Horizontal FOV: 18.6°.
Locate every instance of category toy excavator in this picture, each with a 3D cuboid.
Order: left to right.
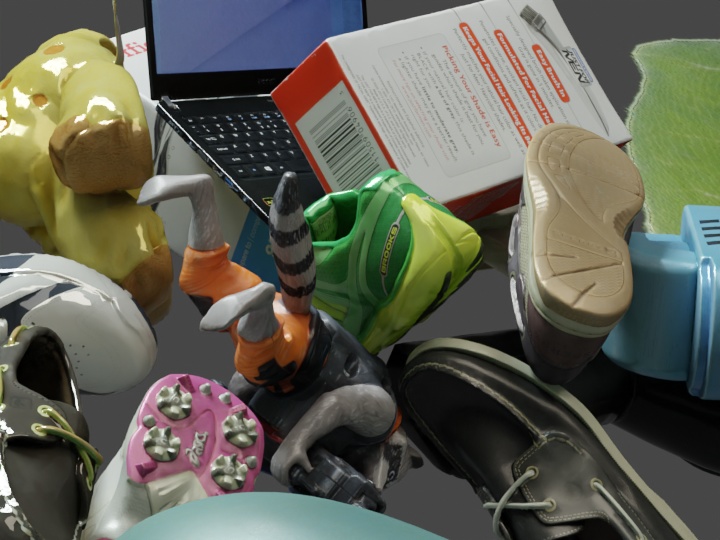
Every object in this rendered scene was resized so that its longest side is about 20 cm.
[{"bbox_3d":[0.156,0.005,1.254,0.198,0.101,0.195,4,19,1],"label":"toy excavator"}]

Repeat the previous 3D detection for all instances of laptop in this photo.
[{"bbox_3d":[-0.024,-0.123,1.277,0.177,0.104,0.200,-8,42,-42],"label":"laptop"}]

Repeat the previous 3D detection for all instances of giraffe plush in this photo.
[{"bbox_3d":[-0.195,-0.055,1.177,0.161,0.201,0.173,-11,-6,-8],"label":"giraffe plush"}]

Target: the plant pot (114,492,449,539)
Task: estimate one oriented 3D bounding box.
[{"bbox_3d":[-0.029,0.176,0.831,0.160,0.202,0.200,25,24,39],"label":"plant pot"}]

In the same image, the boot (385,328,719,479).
[{"bbox_3d":[0.128,0.080,1.234,0.164,0.066,0.199,27,20,36],"label":"boot"}]

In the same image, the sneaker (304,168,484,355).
[{"bbox_3d":[0.000,0.000,1.168,0.074,0.200,0.084,-35,86,-31],"label":"sneaker"}]

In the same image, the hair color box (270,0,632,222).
[{"bbox_3d":[0.055,-0.088,1.266,0.199,0.064,0.111,-19,76,-44],"label":"hair color box"}]

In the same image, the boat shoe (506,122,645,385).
[{"bbox_3d":[0.109,-0.012,1.174,0.072,0.065,0.200,21,31,-8],"label":"boat shoe"}]

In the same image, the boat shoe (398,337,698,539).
[{"bbox_3d":[0.095,0.114,1.117,0.200,0.072,0.068,44,36,4],"label":"boat shoe"}]

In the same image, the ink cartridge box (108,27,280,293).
[{"bbox_3d":[-0.073,-0.068,1.345,0.199,0.085,0.144,33,30,20],"label":"ink cartridge box"}]

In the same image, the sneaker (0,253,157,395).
[{"bbox_3d":[-0.200,0.045,1.065,0.198,0.080,0.130,21,32,-12],"label":"sneaker"}]

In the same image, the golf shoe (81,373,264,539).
[{"bbox_3d":[-0.105,0.141,0.973,0.075,0.092,0.201,34,49,-7],"label":"golf shoe"}]

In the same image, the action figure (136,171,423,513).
[{"bbox_3d":[-0.020,0.054,1.082,0.200,0.105,0.194,38,-13,47],"label":"action figure"}]

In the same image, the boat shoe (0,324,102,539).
[{"bbox_3d":[-0.145,0.076,0.939,0.072,0.060,0.201,53,1,-24],"label":"boat shoe"}]
